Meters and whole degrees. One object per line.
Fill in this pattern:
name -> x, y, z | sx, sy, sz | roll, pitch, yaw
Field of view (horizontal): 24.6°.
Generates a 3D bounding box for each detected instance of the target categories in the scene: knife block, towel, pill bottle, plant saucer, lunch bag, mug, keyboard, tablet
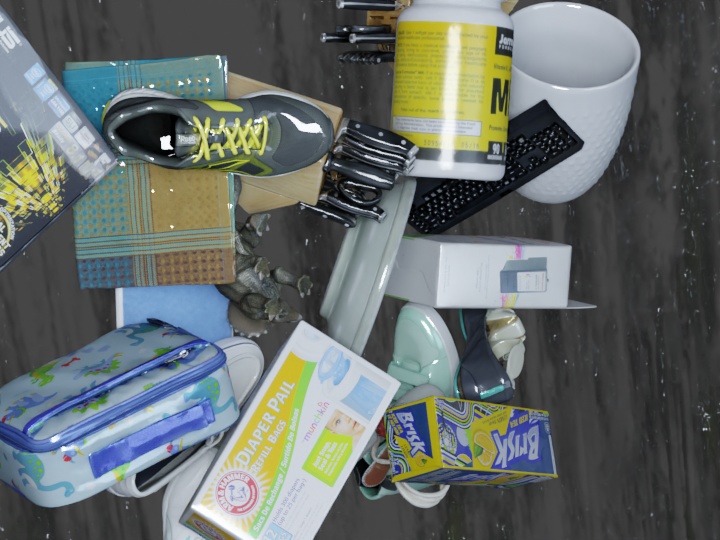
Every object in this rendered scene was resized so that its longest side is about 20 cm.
knife block -> -0.056, -0.118, 1.474 | 0.200, 0.174, 0.064 | 47, 47, -35
towel -> -0.182, -0.085, 1.434 | 0.145, 0.022, 0.202 | -2, 104, 1
pill bottle -> 0.086, -0.188, 1.553 | 0.114, 0.114, 0.202 | -1, 96, -41
plant saucer -> 0.000, 0.000, 1.583 | 0.050, 0.200, 0.202 | 19, 84, -3
lunch bag -> -0.211, 0.118, 1.394 | 0.199, 0.160, 0.083 | -25, 113, -27
knife block -> 0.050, -0.269, 1.627 | 0.201, 0.064, 0.176 | -53, 127, -21
mug -> 0.210, -0.181, 1.734 | 0.201, 0.146, 0.176 | -73, 171, -45
keyboard -> 0.119, -0.095, 1.647 | 0.104, 0.199, 0.040 | 38, 31, -35
tablet -> -0.171, 0.054, 1.524 | 0.129, 0.014, 0.202 | -9, 104, -40

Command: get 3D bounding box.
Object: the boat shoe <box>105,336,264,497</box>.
boat shoe -> -0.150, 0.138, 1.505 | 0.200, 0.065, 0.074 | -46, 124, -26

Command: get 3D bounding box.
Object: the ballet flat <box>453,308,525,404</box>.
ballet flat -> 0.136, 0.080, 1.688 | 0.200, 0.072, 0.074 | -77, 152, -64

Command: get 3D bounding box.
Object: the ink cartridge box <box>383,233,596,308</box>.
ink cartridge box -> 0.135, 0.000, 1.689 | 0.198, 0.117, 0.068 | 1, 95, -29

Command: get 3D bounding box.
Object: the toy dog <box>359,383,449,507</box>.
toy dog -> -0.015, 0.172, 1.613 | 0.198, 0.096, 0.133 | 3, 72, -18

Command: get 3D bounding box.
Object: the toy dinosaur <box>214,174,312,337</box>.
toy dinosaur -> -0.110, -0.005, 1.499 | 0.077, 0.102, 0.201 | -52, 125, -32

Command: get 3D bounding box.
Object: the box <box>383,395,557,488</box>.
box -> 0.107, 0.166, 1.573 | 0.199, 0.064, 0.071 | 13, 65, -51

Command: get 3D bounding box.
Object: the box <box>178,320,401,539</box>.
box -> -0.066, 0.165, 1.491 | 0.112, 0.101, 0.201 | 31, 70, -3

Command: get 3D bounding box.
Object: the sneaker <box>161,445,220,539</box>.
sneaker -> -0.153, 0.263, 1.534 | 0.070, 0.080, 0.202 | 27, 79, -39

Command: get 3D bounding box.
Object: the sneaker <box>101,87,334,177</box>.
sneaker -> -0.121, -0.108, 1.373 | 0.198, 0.085, 0.075 | 1, 106, 1

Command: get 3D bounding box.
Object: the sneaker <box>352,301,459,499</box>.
sneaker -> 0.038, 0.137, 1.678 | 0.118, 0.073, 0.202 | -15, 109, -43

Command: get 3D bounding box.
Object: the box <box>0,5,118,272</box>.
box -> -0.314, -0.111, 1.333 | 0.161, 0.049, 0.201 | -45, 123, -16
